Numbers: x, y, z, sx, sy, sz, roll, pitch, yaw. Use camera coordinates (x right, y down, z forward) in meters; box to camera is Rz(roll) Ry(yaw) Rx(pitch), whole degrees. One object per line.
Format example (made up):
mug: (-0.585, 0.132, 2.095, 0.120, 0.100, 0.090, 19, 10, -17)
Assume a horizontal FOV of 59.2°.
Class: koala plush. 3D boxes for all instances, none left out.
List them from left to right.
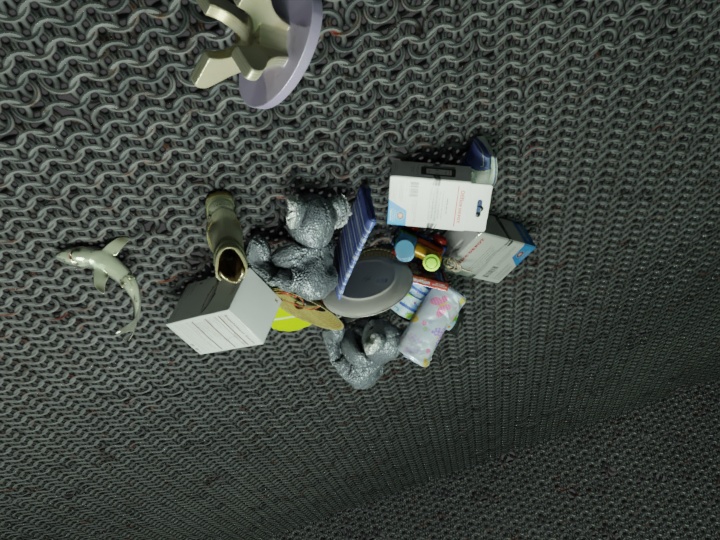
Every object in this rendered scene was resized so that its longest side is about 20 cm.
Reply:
koala plush: (-0.105, -0.063, 1.274, 0.177, 0.184, 0.201, -2, 122, -41)
koala plush: (0.035, 0.189, 1.583, 0.177, 0.185, 0.200, 0, 160, -43)

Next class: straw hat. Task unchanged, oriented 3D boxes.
straw hat: (-0.112, 0.051, 1.418, 0.200, 0.085, 0.201, 20, 160, 8)

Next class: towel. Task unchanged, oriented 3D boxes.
towel: (-0.014, -0.059, 1.297, 0.024, 0.145, 0.201, 14, 123, -17)

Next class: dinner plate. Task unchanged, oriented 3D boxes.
dinner plate: (0.012, 0.025, 1.339, 0.199, 0.200, 0.024, -17, 127, -3)

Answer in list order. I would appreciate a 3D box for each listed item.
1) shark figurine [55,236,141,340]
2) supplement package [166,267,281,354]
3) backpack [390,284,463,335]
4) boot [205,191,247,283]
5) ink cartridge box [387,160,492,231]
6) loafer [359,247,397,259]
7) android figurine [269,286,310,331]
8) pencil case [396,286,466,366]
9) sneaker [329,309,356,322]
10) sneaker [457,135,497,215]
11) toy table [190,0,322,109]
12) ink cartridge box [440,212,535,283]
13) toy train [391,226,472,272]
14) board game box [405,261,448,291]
shark figurine: (-0.480, 0.023, 1.253, 0.128, 0.215, 0.089, -39, -167, -21)
supplement package: (-0.288, 0.089, 1.336, 0.199, 0.117, 0.117, -14, 131, 34)
backpack: (0.151, 0.072, 1.584, 0.199, 0.163, 0.154, 3, 122, -26)
boot: (-0.257, -0.033, 1.234, 0.072, 0.155, 0.200, -10, 144, -13)
ink cartridge box: (0.158, -0.149, 1.273, 0.199, 0.068, 0.116, 6, 128, 5)
loafer: (0.000, 0.000, 1.480, 0.199, 0.076, 0.068, -9, 146, 1)
android figurine: (-0.160, 0.080, 1.532, 0.181, 0.041, 0.200, -9, 141, -16)
pencil case: (0.165, 0.125, 1.473, 0.201, 0.090, 0.083, -60, -178, -1)
sneaker: (-0.015, 0.076, 1.522, 0.088, 0.074, 0.200, -15, -175, -16)
sneaker: (0.208, -0.179, 1.327, 0.115, 0.081, 0.200, -11, 146, -15)
toy table: (-0.151, -0.324, 0.894, 0.117, 0.184, 0.200, -4, 133, -47)
ink cartridge box: (0.298, -0.056, 1.531, 0.199, 0.085, 0.146, 12, 134, -36)
toy train: (0.164, -0.028, 1.403, 0.199, 0.116, 0.085, 26, 107, -1)
board game box: (0.145, 0.008, 1.453, 0.102, 0.200, 0.020, 13, 100, 1)
